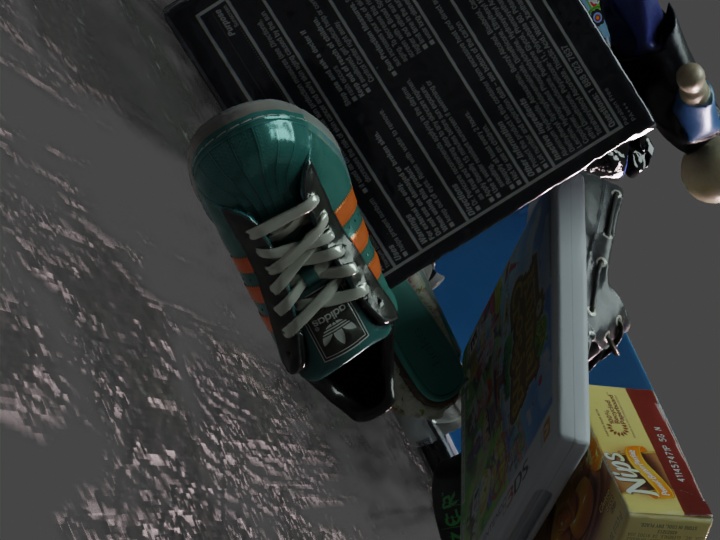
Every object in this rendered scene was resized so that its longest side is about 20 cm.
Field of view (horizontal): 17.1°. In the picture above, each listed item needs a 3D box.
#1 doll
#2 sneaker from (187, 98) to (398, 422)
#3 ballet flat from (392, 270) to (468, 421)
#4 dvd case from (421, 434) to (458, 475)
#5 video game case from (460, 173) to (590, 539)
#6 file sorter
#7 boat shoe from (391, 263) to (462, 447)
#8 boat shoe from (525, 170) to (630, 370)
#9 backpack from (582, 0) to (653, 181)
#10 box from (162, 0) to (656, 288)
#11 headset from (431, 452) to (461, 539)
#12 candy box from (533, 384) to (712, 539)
[{"bbox_3d":[0.168,-0.125,1.370,0.200,0.048,0.136,63,-7,-19],"label":"doll"},{"bbox_3d":[-0.020,-0.001,1.127,0.080,0.071,0.200,64,1,36],"label":"sneaker"},{"bbox_3d":[0.000,0.000,1.454,0.064,0.075,0.201,-19,-89,56],"label":"ballet flat"},{"bbox_3d":[0.046,0.092,1.697,0.200,0.017,0.143,-94,159,-75],"label":"dvd case"},{"bbox_3d":[0.093,0.072,1.400,0.182,0.022,0.201,113,-15,-47],"label":"video game case"},{"bbox_3d":[0.106,0.046,1.674,0.201,0.138,0.123,63,1,-15],"label":"file sorter"},{"bbox_3d":[0.022,0.012,1.544,0.072,0.066,0.201,18,48,-83],"label":"boat shoe"},{"bbox_3d":[0.135,0.024,1.481,0.070,0.066,0.201,116,-17,-53],"label":"boat shoe"},{"bbox_3d":[0.103,-0.161,1.612,0.182,0.134,0.201,-158,-116,-67],"label":"backpack"},{"bbox_3d":[0.026,-0.116,1.346,0.200,0.198,0.123,58,4,-6],"label":"box"},{"bbox_3d":[0.091,0.186,1.556,0.200,0.094,0.124,21,47,-61],"label":"headset"},{"bbox_3d":[0.129,0.178,1.352,0.116,0.055,0.201,-107,-153,-54],"label":"candy box"}]
